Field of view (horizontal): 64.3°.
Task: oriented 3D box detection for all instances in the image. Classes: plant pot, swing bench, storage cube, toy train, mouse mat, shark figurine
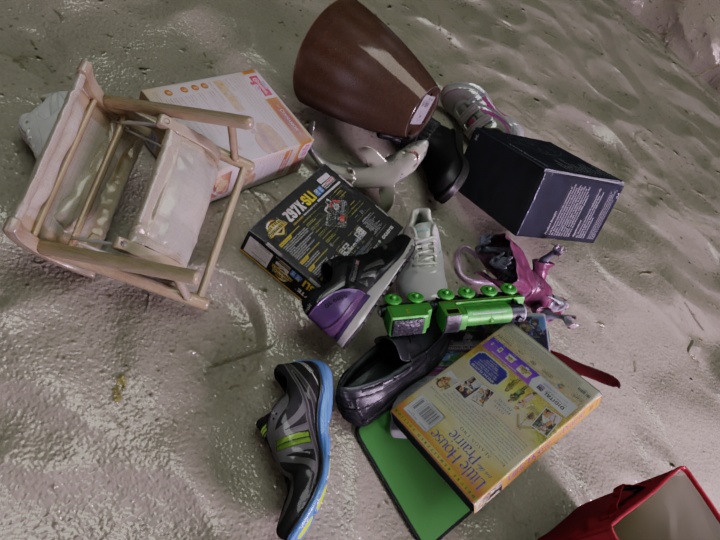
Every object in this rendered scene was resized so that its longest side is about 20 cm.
[{"bbox_3d":[0.024,-0.307,0.934,0.199,0.188,0.187,37,45,16],"label":"plant pot"},{"bbox_3d":[-0.240,-0.088,0.634,0.198,0.130,0.201,17,72,-5],"label":"swing bench"},{"bbox_3d":[0.308,0.354,0.640,0.170,0.180,0.201,-12,62,-36],"label":"storage cube"},{"bbox_3d":[0.120,0.051,0.720,0.198,0.042,0.057,-4,34,-14],"label":"toy train"},{"bbox_3d":[0.103,0.229,0.730,0.199,0.008,0.162,-19,68,-40],"label":"mouse mat"},{"bbox_3d":[-0.007,-0.173,0.937,0.212,0.129,0.090,10,24,-3],"label":"shark figurine"}]

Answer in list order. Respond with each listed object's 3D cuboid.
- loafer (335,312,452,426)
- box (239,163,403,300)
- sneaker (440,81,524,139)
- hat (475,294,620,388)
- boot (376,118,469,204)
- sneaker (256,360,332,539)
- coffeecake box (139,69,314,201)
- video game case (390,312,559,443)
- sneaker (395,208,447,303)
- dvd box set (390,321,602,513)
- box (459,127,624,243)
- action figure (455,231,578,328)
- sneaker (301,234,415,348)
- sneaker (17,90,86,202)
[{"bbox_3d":[0.047,0.107,0.712,0.068,0.071,0.200,23,49,39],"label":"loafer"},{"bbox_3d":[-0.047,-0.047,0.817,0.159,0.049,0.200,37,47,2],"label":"box"},{"bbox_3d":[0.244,-0.305,1.167,0.199,0.081,0.088,35,44,-2],"label":"sneaker"},{"bbox_3d":[0.238,0.077,0.806,0.200,0.176,0.166,40,48,1],"label":"hat"},{"bbox_3d":[0.104,-0.219,1.015,0.157,0.080,0.212,29,36,-19],"label":"boot"},{"bbox_3d":[-0.074,0.189,0.619,0.082,0.071,0.201,7,51,-10],"label":"sneaker"},{"bbox_3d":[-0.192,-0.197,0.826,0.199,0.073,0.154,-30,76,-42],"label":"coffeecake box"},{"bbox_3d":[0.144,0.132,0.737,0.198,0.023,0.183,-2,46,13],"label":"video game case"},{"bbox_3d":[0.085,-0.021,0.820,0.070,0.081,0.201,2,34,-5],"label":"sneaker"},{"bbox_3d":[0.155,0.160,0.667,0.199,0.030,0.146,-33,47,-19],"label":"dvd box set"},{"bbox_3d":[0.308,-0.152,1.014,0.195,0.125,0.200,4,29,-30],"label":"box"},{"bbox_3d":[0.266,0.031,0.931,0.199,0.148,0.135,34,52,-31],"label":"action figure"},{"bbox_3d":[0.000,0.000,0.732,0.087,0.076,0.200,36,47,3],"label":"sneaker"},{"bbox_3d":[-0.367,-0.142,0.696,0.099,0.075,0.202,0,55,-8],"label":"sneaker"}]
